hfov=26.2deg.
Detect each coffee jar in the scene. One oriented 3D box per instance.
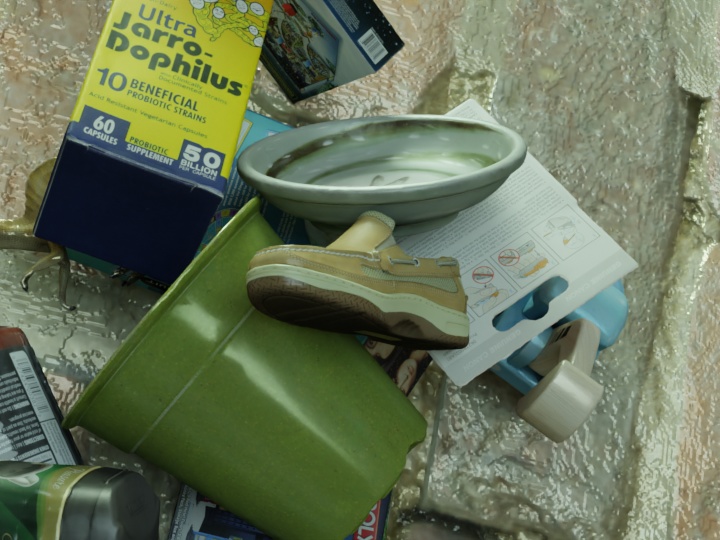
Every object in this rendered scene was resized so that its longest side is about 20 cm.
[{"bbox_3d":[-0.224,0.157,0.932,0.198,0.104,0.086,4,94,8],"label":"coffee jar"}]

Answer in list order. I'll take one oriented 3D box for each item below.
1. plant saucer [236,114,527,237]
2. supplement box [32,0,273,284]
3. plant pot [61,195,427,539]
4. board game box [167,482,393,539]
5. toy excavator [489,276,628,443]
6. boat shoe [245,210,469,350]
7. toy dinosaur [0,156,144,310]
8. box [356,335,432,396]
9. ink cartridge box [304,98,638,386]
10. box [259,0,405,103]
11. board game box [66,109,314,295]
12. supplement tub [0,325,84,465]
[{"bbox_3d":[0.016,-0.061,1.064,0.199,0.200,0.051,-12,110,-21],"label":"plant saucer"},{"bbox_3d":[-0.139,-0.110,1.068,0.108,0.110,0.201,19,49,-12],"label":"supplement box"},{"bbox_3d":[-0.061,0.087,1.030,0.190,0.200,0.200,40,66,-1],"label":"plant pot"},{"bbox_3d":[-0.039,0.207,1.095,0.198,0.062,0.201,15,59,-4],"label":"board game box"},{"bbox_3d":[0.146,0.049,1.143,0.100,0.200,0.195,35,66,-4],"label":"toy excavator"},{"bbox_3d":[0.000,0.000,0.965,0.200,0.071,0.077,18,73,-55],"label":"boat shoe"},{"bbox_3d":[-0.186,-0.039,1.089,0.199,0.058,0.102,-28,83,-23],"label":"toy dinosaur"},{"bbox_3d":[0.041,0.014,1.180,0.201,0.049,0.083,-54,138,-24],"label":"box"},{"bbox_3d":[0.076,-0.015,1.111,0.160,0.050,0.200,-33,58,-13],"label":"ink cartridge box"},{"bbox_3d":[-0.068,-0.226,1.165,0.038,0.136,0.200,-45,107,-24],"label":"box"},{"bbox_3d":[-0.105,-0.048,1.175,0.199,0.047,0.152,22,69,-10],"label":"board game box"},{"bbox_3d":[-0.236,0.146,1.040,0.106,0.107,0.201,-22,83,-23],"label":"supplement tub"}]
